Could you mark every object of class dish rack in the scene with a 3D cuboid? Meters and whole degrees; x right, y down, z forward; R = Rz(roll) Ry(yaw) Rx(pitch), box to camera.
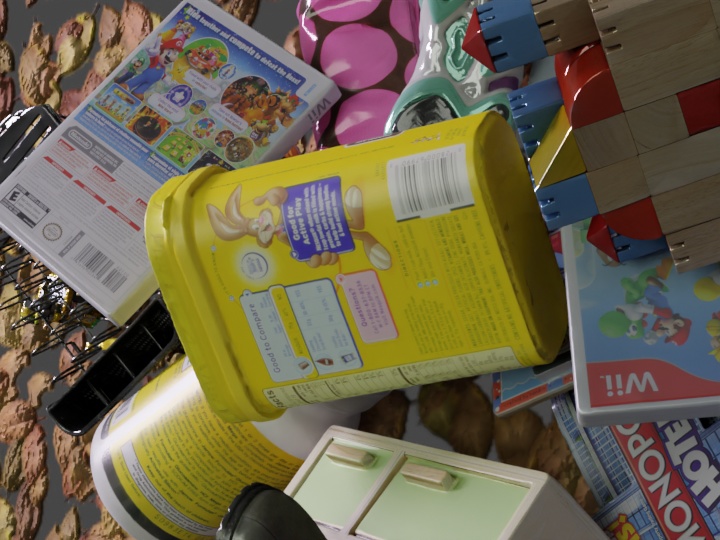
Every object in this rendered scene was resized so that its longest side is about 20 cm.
[{"bbox_3d":[-0.202,-0.006,1.199,0.200,0.055,0.153,52,127,6],"label":"dish rack"}]

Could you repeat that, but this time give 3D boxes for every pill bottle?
[{"bbox_3d":[-0.074,0.094,1.150,0.200,0.112,0.113,-37,58,30],"label":"pill bottle"}]

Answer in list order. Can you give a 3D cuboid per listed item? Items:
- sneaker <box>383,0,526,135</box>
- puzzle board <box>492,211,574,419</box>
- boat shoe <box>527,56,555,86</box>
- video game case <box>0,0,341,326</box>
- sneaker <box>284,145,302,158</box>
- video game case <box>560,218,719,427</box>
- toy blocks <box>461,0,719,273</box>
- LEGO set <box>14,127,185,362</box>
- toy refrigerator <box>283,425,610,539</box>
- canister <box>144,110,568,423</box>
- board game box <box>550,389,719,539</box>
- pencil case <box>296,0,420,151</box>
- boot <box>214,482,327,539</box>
[{"bbox_3d":[0.071,-0.114,1.057,0.078,0.140,0.200,14,95,12],"label":"sneaker"},{"bbox_3d":[0.152,-0.016,0.994,0.200,0.017,0.151,-28,41,31],"label":"puzzle board"},{"bbox_3d":[0.149,-0.144,1.032,0.074,0.068,0.200,-6,64,36],"label":"boat shoe"},{"bbox_3d":[-0.127,-0.075,1.116,0.200,0.018,0.143,-47,55,-10],"label":"video game case"},{"bbox_3d":[-0.063,-0.035,1.137,0.200,0.077,0.078,-140,42,-74],"label":"sneaker"},{"bbox_3d":[0.174,-0.018,0.909,0.143,0.017,0.200,-6,58,7],"label":"video game case"},{"bbox_3d":[0.134,-0.070,0.841,0.137,0.200,0.100,-19,34,9],"label":"toy blocks"},{"bbox_3d":[-0.188,-0.016,1.271,0.200,0.116,0.154,21,95,43],"label":"LEGO set"},{"bbox_3d":[0.036,0.144,0.991,0.200,0.070,0.076,6,54,55],"label":"toy refrigerator"},{"bbox_3d":[0.000,0.000,0.983,0.200,0.087,0.149,-11,111,24],"label":"canister"},{"bbox_3d":[0.176,0.111,0.958,0.200,0.062,0.200,-42,56,26],"label":"board game box"},{"bbox_3d":[0.018,-0.099,1.129,0.094,0.091,0.200,-33,58,35],"label":"pencil case"},{"bbox_3d":[0.012,0.187,0.947,0.131,0.200,0.068,9,57,33],"label":"boot"}]
